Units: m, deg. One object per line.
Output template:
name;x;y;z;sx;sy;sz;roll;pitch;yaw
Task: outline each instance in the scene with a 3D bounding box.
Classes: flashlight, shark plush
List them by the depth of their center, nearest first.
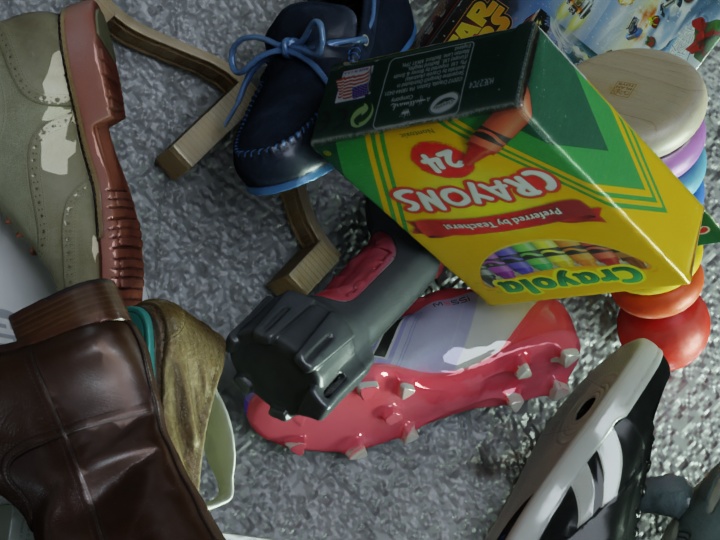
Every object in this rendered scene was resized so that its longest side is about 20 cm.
flashlight;0.000;0.000;1.096;0.200;0.068;0.068;-43;117;-46
shark plush;0.233;0.137;1.152;0.091;0.200;0.083;45;29;-21

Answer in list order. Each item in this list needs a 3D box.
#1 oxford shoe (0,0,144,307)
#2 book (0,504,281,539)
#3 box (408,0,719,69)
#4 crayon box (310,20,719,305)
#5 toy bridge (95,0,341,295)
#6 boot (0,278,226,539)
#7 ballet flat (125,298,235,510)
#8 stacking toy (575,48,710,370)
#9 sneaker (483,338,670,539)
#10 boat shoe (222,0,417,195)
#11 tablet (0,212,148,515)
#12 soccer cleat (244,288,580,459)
oxford shoe;-0.152;-0.032;1.054;0.074;0.071;0.200;-7;84;2
book;-0.089;0.195;1.039;0.200;0.048;0.134;11;79;-24
box;0.117;-0.133;1.172;0.137;0.040;0.200;33;104;-17
crayon box;0.085;-0.039;1.055;0.200;0.127;0.051;39;55;-41
toy bridge;-0.081;-0.077;1.127;0.200;0.027;0.067;48;58;-8
boot;-0.150;0.129;0.946;0.200;0.186;0.064;65;14;18
ballet flat;-0.093;0.115;1.000;0.072;0.068;0.200;14;74;-40
stacking toy;0.157;-0.023;1.168;0.085;0.085;0.200;-44;139;-29
sneaker;0.138;0.145;1.155;0.112;0.073;0.200;38;72;-9
boat shoe;-0.030;-0.112;1.112;0.200;0.084;0.069;-70;145;-55
tablet;-0.165;0.030;1.064;0.130;0.014;0.200;-11;82;-29
soccer cleat;0.025;0.048;1.138;0.200;0.067;0.077;-10;46;-21
